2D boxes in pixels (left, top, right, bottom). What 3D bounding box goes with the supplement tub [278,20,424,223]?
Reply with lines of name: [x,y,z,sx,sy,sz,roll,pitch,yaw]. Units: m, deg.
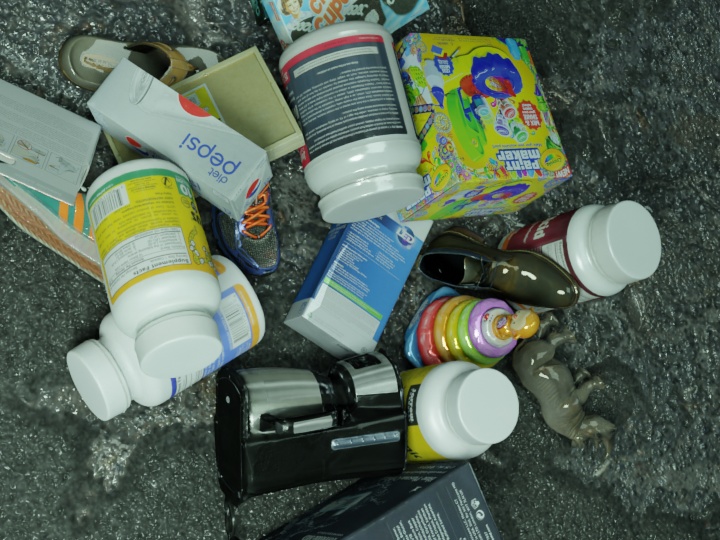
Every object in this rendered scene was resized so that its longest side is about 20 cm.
supplement tub: [-0.008,-0.170,1.380,0.139,0.140,0.203,-8,78,-29]

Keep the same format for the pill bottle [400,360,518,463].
pill bottle: [0.095,0.163,1.386,0.110,0.199,0.113,6,77,-27]

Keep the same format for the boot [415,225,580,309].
boot: [0.162,0.011,1.461,0.097,0.198,0.076,-27,132,-53]

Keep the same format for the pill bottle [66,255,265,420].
pill bottle: [-0.210,0.075,1.291,0.199,0.112,0.113,-31,95,-28]

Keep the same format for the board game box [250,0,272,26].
board game box: [-0.055,-0.388,1.510,0.198,0.028,0.137,-13,87,-29]

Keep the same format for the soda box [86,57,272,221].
soda box: [-0.192,-0.141,1.284,0.199,0.064,0.069,34,76,13]

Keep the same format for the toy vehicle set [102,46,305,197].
toy vehicle set: [-0.177,-0.154,1.336,0.198,0.027,0.125,-26,72,-6]

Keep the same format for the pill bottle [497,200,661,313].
pill bottle: [0.271,-0.017,1.508,0.113,0.199,0.116,10,73,-34]

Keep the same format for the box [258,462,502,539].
box: [0.020,0.307,1.319,0.198,0.196,0.119,-26,93,-29]

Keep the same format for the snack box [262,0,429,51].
snack box: [-0.016,-0.330,1.481,0.199,0.037,0.117,-36,117,-21]

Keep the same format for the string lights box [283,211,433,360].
string lights box: [0.000,0.000,1.447,0.102,0.059,0.202,34,66,-18]

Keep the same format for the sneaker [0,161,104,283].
sneaker: [-0.309,-0.063,1.293,0.199,0.071,0.081,39,63,-24]

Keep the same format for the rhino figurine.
rhino figurine: [0.268,0.161,1.558,0.087,0.060,0.201,-34,98,-9]

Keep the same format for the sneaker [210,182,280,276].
sneaker: [-0.135,-0.091,1.382,0.074,0.078,0.203,-16,88,-28]

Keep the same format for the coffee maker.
coffee maker: [-0.058,0.191,1.346,0.197,0.135,0.195,-3,122,-23]

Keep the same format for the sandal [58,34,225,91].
sandal: [-0.241,-0.233,1.366,0.197,0.054,0.083,9,76,-26]

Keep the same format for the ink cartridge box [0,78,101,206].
ink cartridge box: [-0.372,-0.135,1.219,0.198,0.044,0.175,25,31,-17]

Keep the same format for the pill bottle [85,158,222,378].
pill bottle: [-0.203,-0.001,1.204,0.111,0.113,0.202,-4,60,-28]

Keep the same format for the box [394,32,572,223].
box: [0.127,-0.175,1.480,0.198,0.122,0.195,-7,73,-39]

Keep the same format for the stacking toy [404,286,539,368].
stacking toy: [0.148,0.074,1.431,0.110,0.199,0.117,41,66,-15]
